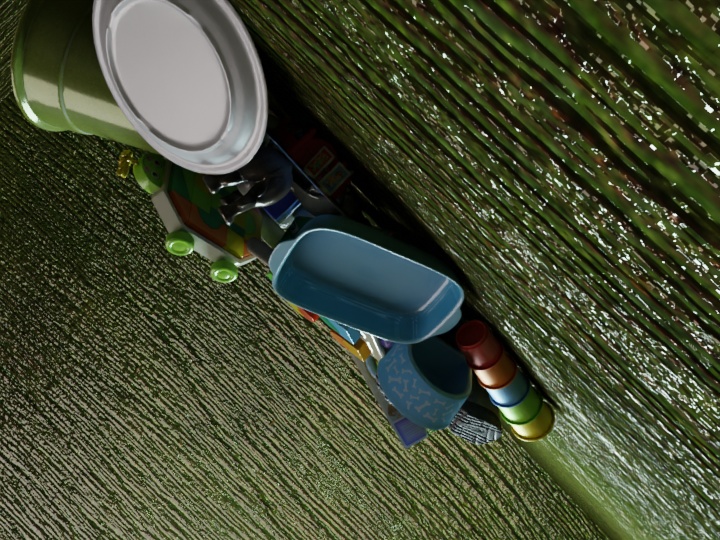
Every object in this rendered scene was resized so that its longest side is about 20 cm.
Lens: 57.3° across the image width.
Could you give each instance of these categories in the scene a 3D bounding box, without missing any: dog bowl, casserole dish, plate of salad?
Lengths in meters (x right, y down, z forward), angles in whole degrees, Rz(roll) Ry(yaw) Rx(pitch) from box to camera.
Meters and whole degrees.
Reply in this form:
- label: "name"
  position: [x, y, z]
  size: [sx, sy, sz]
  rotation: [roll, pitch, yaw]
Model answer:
- label: "dog bowl"
  position: [0.085, 0.099, 0.799]
  size: [0.111, 0.050, 0.200]
  rotation: [34, -148, -11]
- label: "casserole dish"
  position: [0.008, 0.008, 0.652]
  size: [0.200, 0.121, 0.039]
  rotation: [22, -135, -16]
- label: "plate of salad"
  position: [-0.160, -0.182, 0.597]
  size: [0.200, 0.048, 0.200]
  rotation: [19, 132, 22]

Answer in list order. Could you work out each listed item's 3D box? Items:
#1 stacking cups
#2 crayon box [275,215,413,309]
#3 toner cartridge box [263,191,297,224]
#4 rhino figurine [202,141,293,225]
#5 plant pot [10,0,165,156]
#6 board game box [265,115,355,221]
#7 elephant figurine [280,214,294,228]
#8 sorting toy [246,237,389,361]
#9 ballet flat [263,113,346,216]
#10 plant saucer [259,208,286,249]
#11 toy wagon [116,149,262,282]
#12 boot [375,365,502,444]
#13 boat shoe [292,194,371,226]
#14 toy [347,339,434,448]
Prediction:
- label: "stacking cups"
  position: [0.175, 0.133, 0.788]
  size: [0.200, 0.060, 0.061]
  rotation: [52, 175, -39]
- label: "crayon box"
  position: [0.000, 0.000, 0.790]
  size: [0.200, 0.058, 0.119]
  rotation: [13, 156, 49]
- label: "toner cartridge box"
  position: [-0.101, -0.116, 0.951]
  size: [0.043, 0.095, 0.200]
  rotation: [46, 178, -6]
- label: "rhino figurine"
  position: [-0.119, -0.104, 0.721]
  size: [0.060, 0.087, 0.200]
  rotation: [63, 176, -18]
- label: "plant pot"
  position: [-0.230, -0.207, 0.720]
  size: [0.190, 0.200, 0.200]
  rotation: [27, 175, 7]
- label: "board game box"
  position: [-0.049, -0.121, 0.687]
  size: [0.200, 0.039, 0.158]
  rotation: [48, -175, 14]
- label: "elephant figurine"
  position: [-0.164, -0.166, 1.166]
  size: [0.141, 0.155, 0.200]
  rotation: [3, -155, -16]
- label: "sorting toy"
  position: [-0.050, 0.049, 0.839]
  size: [0.185, 0.036, 0.200]
  rotation: [34, 170, 23]
- label: "ballet flat"
  position: [-0.091, -0.149, 0.813]
  size: [0.200, 0.067, 0.064]
  rotation: [45, 150, 10]
- label: "plant saucer"
  position: [-0.146, -0.071, 0.987]
  size: [0.200, 0.031, 0.200]
  rotation: [45, 177, 3]
- label: "toy wagon"
  position: [-0.199, -0.082, 0.796]
  size: [0.200, 0.040, 0.155]
  rotation: [38, -144, -41]
- label: "boot"
  position: [0.107, 0.137, 0.882]
  size: [0.200, 0.070, 0.132]
  rotation: [35, -141, -21]
- label: "boat shoe"
  position: [-0.041, -0.071, 0.921]
  size: [0.060, 0.072, 0.202]
  rotation: [52, 172, -21]
- label: "toy"
  position: [0.064, 0.132, 0.926]
  size: [0.200, 0.115, 0.047]
  rotation: [60, 158, 17]
